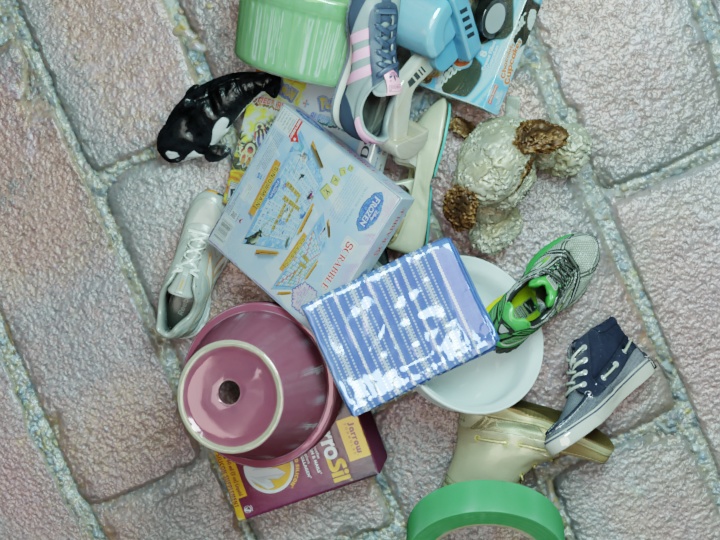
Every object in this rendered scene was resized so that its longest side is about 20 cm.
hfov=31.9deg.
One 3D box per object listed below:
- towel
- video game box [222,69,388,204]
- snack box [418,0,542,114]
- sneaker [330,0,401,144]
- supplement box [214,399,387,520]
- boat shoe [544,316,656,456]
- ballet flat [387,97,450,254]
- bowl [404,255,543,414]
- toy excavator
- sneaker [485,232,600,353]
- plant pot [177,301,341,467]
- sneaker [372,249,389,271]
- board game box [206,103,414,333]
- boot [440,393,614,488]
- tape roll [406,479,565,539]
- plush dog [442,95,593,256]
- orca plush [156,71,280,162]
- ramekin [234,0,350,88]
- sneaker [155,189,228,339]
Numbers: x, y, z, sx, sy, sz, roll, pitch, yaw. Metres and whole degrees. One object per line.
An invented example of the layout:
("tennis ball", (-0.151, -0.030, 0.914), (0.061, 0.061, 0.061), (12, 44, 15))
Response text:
("towel", (0.048, 0.064, 1.460), (0.198, 0.024, 0.146), (-25, 88, -11))
("video game box", (-0.063, -0.143, 1.561), (0.198, 0.047, 0.185), (19, 96, 27))
("snack box", (0.150, -0.300, 1.513), (0.115, 0.037, 0.202), (25, 96, 39))
("sneaker", (0.024, -0.237, 1.404), (0.082, 0.069, 0.202), (39, 131, 41))
("supplement box", (-0.078, 0.231, 1.622), (0.197, 0.086, 0.112), (-20, 94, 10))
("boat shoe", (0.269, 0.137, 1.530), (0.093, 0.199, 0.075), (53, 143, 4))
("ballet flat", (0.065, -0.116, 1.556), (0.068, 0.070, 0.203), (11, 105, 7))
("bowl", (0.118, 0.090, 1.555), (0.198, 0.090, 0.204), (8, 66, -19))
("toy excavator", (0.074, -0.256, 1.459), (0.099, 0.195, 0.200), (31, 68, 35))
("sneaker", (0.230, 0.023, 1.523), (0.078, 0.085, 0.200), (46, 63, 0))
("plant pot", (-0.131, 0.141, 1.493), (0.197, 0.179, 0.203), (0, 91, 10))
("sneaker", (0.000, 0.000, 1.587), (0.076, 0.076, 0.203), (-12, 94, 5))
("board game box", (-0.063, -0.060, 1.513), (0.199, 0.041, 0.201), (40, 109, 22))
("boot", (0.207, 0.250, 1.591), (0.197, 0.073, 0.158), (16, 100, 4))
("tape roll", (0.155, 0.340, 1.567), (0.197, 0.049, 0.202), (1, 134, 1))
("plush dog", (0.164, -0.128, 1.498), (0.160, 0.172, 0.200), (44, 102, 1))
("orca plush", (-0.189, -0.194, 1.566), (0.198, 0.071, 0.107), (-14, 81, 30))
("ramekin", (-0.057, -0.285, 1.503), (0.197, 0.200, 0.099), (15, 107, 6))
("sneaker", (-0.212, -0.002, 1.609), (0.075, 0.092, 0.203), (15, 99, 5))
